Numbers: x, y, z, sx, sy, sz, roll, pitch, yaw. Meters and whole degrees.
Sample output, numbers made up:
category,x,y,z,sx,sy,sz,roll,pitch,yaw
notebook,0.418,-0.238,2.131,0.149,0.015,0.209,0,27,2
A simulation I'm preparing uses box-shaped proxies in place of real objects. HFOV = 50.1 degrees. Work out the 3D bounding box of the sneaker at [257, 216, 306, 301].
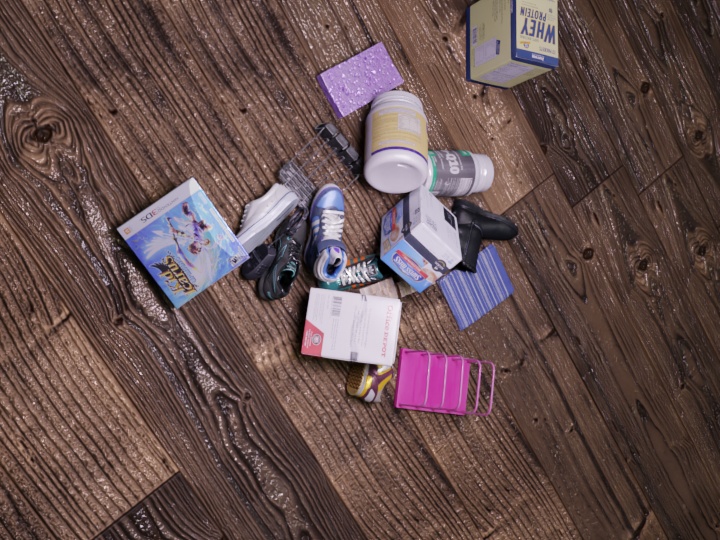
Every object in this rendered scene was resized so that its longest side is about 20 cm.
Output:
category,x,y,z,sx,sy,sz,roll,pitch,yaw
sneaker,-0.151,-0.025,1.662,0.075,0.079,0.200,28,73,-35

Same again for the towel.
category,x,y,z,sx,sy,sz,roll,pitch,yaw
towel,0.292,0.040,1.943,0.200,0.024,0.145,-32,103,-25

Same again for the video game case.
category,x,y,z,sx,sy,sz,roll,pitch,yaw
video game case,-0.352,-0.056,1.544,0.181,0.045,0.200,-36,104,-6

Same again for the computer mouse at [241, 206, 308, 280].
category,x,y,z,sx,sy,sz,roll,pitch,yaw
computer mouse,-0.177,-0.054,1.631,0.200,0.059,0.034,-45,130,8

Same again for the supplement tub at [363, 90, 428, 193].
category,x,y,z,sx,sy,sz,roll,pitch,yaw
supplement tub,0.081,-0.293,1.757,0.145,0.145,0.200,19,57,-26

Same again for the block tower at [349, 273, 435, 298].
category,x,y,z,sx,sy,sz,roll,pitch,yaw
block tower,0.076,0.039,1.801,0.200,0.058,0.054,-20,95,-27

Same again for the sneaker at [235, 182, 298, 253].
category,x,y,z,sx,sy,sz,roll,pitch,yaw
sneaker,-0.223,-0.106,1.647,0.071,0.073,0.200,40,71,14

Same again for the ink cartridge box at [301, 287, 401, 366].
category,x,y,z,sx,sy,sz,roll,pitch,yaw
ink cartridge box,-0.020,0.125,1.679,0.200,0.083,0.147,8,81,0

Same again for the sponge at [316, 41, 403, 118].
category,x,y,z,sx,sy,sz,roll,pitch,yaw
sponge,0.001,-0.449,1.814,0.200,0.030,0.112,-35,103,-26

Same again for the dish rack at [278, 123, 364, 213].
category,x,y,z,sx,sy,sz,roll,pitch,yaw
dish rack,-0.089,-0.223,1.733,0.153,0.055,0.200,47,68,-16

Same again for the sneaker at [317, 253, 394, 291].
category,x,y,z,sx,sy,sz,roll,pitch,yaw
sneaker,0.000,0.000,1.745,0.200,0.080,0.071,-19,96,-29

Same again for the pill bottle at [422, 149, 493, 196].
category,x,y,z,sx,sy,sz,roll,pitch,yaw
pill bottle,0.216,-0.236,1.868,0.200,0.113,0.113,-5,88,-30

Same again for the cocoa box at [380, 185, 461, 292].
category,x,y,z,sx,sy,sz,roll,pitch,yaw
cocoa box,0.134,-0.074,1.746,0.133,0.131,0.200,41,25,-20

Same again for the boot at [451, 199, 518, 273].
category,x,y,z,sx,sy,sz,roll,pitch,yaw
boot,0.288,-0.070,1.909,0.198,0.073,0.163,23,69,-16

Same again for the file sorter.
category,x,y,z,sx,sy,sz,roll,pitch,yaw
file sorter,0.202,0.265,1.810,0.200,0.125,0.139,12,80,-28

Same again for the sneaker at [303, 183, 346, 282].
category,x,y,z,sx,sy,sz,roll,pitch,yaw
sneaker,-0.058,-0.073,1.649,0.080,0.146,0.200,8,106,-28

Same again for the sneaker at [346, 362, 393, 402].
category,x,y,z,sx,sy,sz,roll,pitch,yaw
sneaker,0.039,0.202,1.763,0.090,0.075,0.200,28,79,-33

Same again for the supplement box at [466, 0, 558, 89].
category,x,y,z,sx,sy,sz,roll,pitch,yaw
supplement box,0.378,-0.588,1.937,0.134,0.200,0.200,3,84,-29
